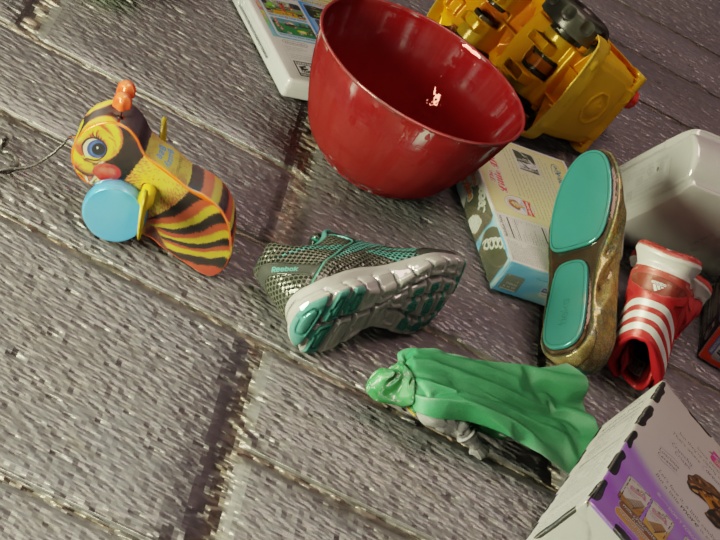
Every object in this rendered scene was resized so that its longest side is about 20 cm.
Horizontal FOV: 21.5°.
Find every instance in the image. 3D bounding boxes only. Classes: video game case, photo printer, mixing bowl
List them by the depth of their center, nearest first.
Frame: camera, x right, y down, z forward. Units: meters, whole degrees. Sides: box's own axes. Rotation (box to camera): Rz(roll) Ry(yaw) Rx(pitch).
[{"bbox_3d":[0.031,-0.133,1.629,0.200,0.109,0.200,23,31,-15],"label":"mixing bowl"},{"bbox_3d":[0.340,-0.052,1.753,0.199,0.166,0.070,19,67,-24],"label":"photo printer"},{"bbox_3d":[-0.016,-0.209,1.781,0.199,0.024,0.182,8,38,-34],"label":"video game case"}]

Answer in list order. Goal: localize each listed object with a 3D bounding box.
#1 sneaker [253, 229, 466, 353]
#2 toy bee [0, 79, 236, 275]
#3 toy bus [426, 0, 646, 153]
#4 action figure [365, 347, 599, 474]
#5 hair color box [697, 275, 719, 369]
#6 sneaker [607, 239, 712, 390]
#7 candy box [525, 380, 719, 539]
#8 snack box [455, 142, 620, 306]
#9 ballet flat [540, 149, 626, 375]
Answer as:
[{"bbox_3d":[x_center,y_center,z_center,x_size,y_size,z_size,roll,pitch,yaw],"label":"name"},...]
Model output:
[{"bbox_3d":[0.000,0.000,1.447,0.200,0.078,0.091,-6,44,-49],"label":"sneaker"},{"bbox_3d":[-0.168,-0.075,1.363,0.199,0.109,0.131,12,38,-31],"label":"toy bee"},{"bbox_3d":[0.191,-0.216,1.894,0.192,0.136,0.200,16,29,-50],"label":"toy bus"},{"bbox_3d":[0.089,0.099,1.400,0.199,0.055,0.118,17,35,-32],"label":"action figure"},{"bbox_3d":[0.408,0.079,1.720,0.200,0.064,0.111,29,31,-4],"label":"hair color box"},{"bbox_3d":[0.245,0.046,1.622,0.078,0.116,0.200,22,-5,19],"label":"sneaker"},{"bbox_3d":[0.219,0.195,1.332,0.168,0.072,0.200,49,31,0],"label":"candy box"},{"bbox_3d":[0.150,-0.044,1.681,0.116,0.037,0.200,18,34,-25],"label":"snack box"},{"bbox_3d":[0.191,-0.003,1.580,0.070,0.071,0.201,21,61,-19],"label":"ballet flat"}]
